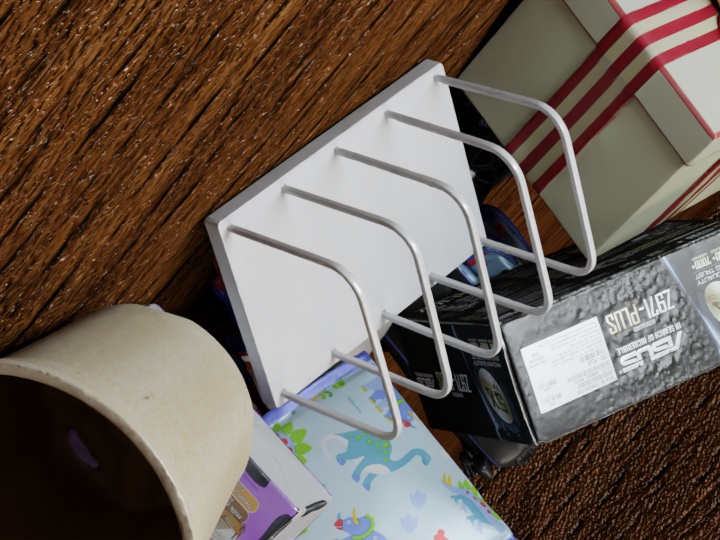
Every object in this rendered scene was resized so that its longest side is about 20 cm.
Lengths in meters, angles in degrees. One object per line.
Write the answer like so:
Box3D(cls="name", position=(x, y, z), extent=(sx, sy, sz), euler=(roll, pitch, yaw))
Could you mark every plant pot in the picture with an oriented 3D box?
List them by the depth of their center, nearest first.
Box3D(cls="plant pot", position=(-0.148, 0.110, 1.297), extent=(0.200, 0.200, 0.183), euler=(-49, 179, 27))

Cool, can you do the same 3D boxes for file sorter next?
Box3D(cls="file sorter", position=(0.033, -0.011, 1.456), extent=(0.200, 0.124, 0.139), euler=(-38, 128, -31))

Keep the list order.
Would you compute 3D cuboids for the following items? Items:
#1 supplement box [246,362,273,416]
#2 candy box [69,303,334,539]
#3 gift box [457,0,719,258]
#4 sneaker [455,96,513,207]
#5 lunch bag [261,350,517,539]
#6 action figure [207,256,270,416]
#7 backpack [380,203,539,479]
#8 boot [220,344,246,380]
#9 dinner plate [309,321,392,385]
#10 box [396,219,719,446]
Box3D(cls="supplement box", position=(-0.060, 0.086, 1.789), extent=(0.126, 0.074, 0.200), euler=(-44, 169, -1))
Box3D(cls="candy box", position=(-0.147, 0.149, 1.446), extent=(0.200, 0.168, 0.072), euler=(-46, 168, 14))
Box3D(cls="gift box", position=(0.205, -0.150, 1.593), extent=(0.200, 0.185, 0.187), euler=(-33, 170, -38))
Box3D(cls="sneaker", position=(0.073, -0.087, 1.689), extent=(0.200, 0.073, 0.082), euler=(-36, 140, -20))
Box3D(cls="lunch bag", position=(-0.031, 0.182, 1.535), extent=(0.200, 0.170, 0.127), euler=(-32, 163, -30))
Box3D(cls="action figure", position=(-0.056, 0.043, 1.586), extent=(0.065, 0.099, 0.200), euler=(-40, 172, -16))
Box3D(cls="backpack", position=(0.086, 0.035, 1.789), extent=(0.135, 0.183, 0.200), euler=(-38, -167, 10))
Box3D(cls="boot", position=(-0.150, 0.129, 1.539), extent=(0.200, 0.073, 0.090), euler=(-53, 149, 16))
Box3D(cls="dinner plate", position=(0.000, 0.000, 1.565), extent=(0.200, 0.024, 0.200), euler=(-46, 150, -38))
Box3D(cls="box", position=(0.151, 0.038, 1.604), extent=(0.200, 0.086, 0.164), euler=(-22, -171, -22))
